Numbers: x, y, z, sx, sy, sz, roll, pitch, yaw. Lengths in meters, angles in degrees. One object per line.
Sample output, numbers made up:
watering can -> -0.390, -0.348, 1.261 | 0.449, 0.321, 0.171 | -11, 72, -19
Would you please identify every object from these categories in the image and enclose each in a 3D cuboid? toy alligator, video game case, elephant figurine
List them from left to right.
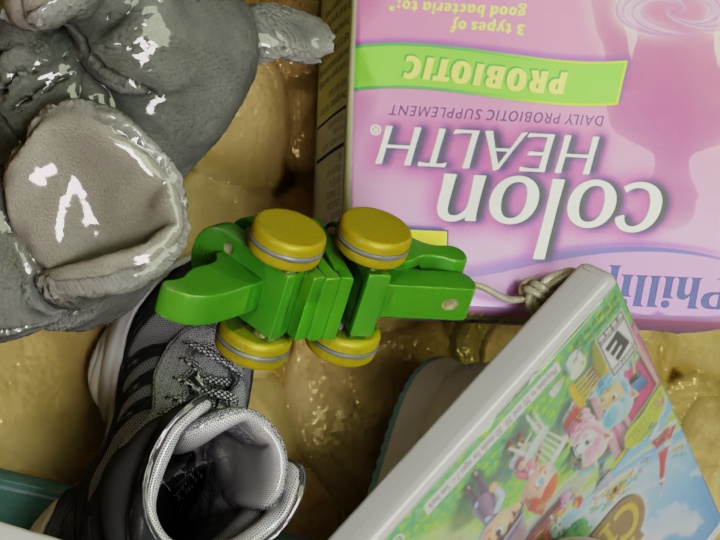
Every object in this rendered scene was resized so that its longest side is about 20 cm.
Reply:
elephant figurine -> -0.126, -0.029, 0.987 | 0.141, 0.155, 0.200 | 25, 75, -60
toy alligator -> 0.000, 0.000, 1.005 | 0.200, 0.054, 0.059 | -2, 125, -32
video game case -> 0.065, 0.124, 1.047 | 0.200, 0.022, 0.182 | -47, 136, -18

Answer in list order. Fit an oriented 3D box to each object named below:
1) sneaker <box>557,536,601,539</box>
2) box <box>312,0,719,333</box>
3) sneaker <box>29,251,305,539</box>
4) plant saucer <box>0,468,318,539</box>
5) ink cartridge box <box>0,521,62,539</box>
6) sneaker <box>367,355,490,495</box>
sneaker -> 0.069, 0.200, 0.975 | 0.105, 0.075, 0.200 | 40, 63, -72
box -> 0.073, -0.076, 1.098 | 0.176, 0.097, 0.200 | 3, 86, -9
sneaker -> -0.063, 0.063, 1.003 | 0.075, 0.114, 0.200 | 37, 51, -21
plant saucer -> -0.086, 0.133, 1.052 | 0.200, 0.019, 0.070 | 17, 74, -33
ink cartridge box -> -0.160, 0.168, 0.843 | 0.145, 0.200, 0.145 | 78, 30, -57
sneaker -> 0.043, 0.134, 1.098 | 0.076, 0.081, 0.200 | 33, 66, -50
